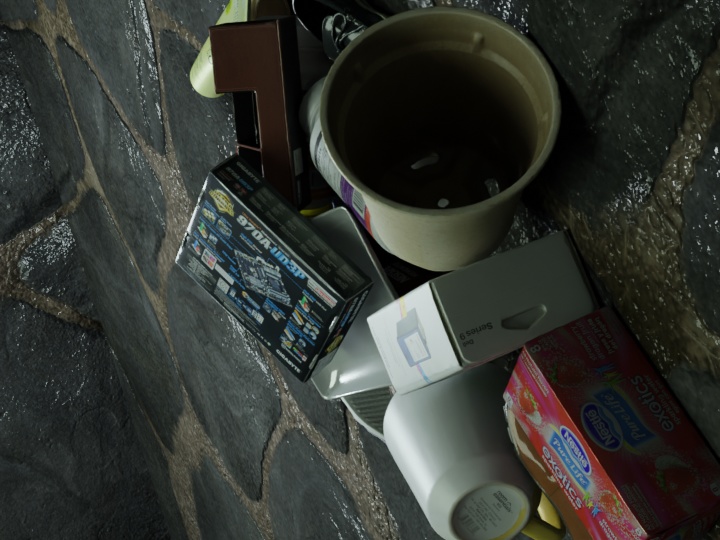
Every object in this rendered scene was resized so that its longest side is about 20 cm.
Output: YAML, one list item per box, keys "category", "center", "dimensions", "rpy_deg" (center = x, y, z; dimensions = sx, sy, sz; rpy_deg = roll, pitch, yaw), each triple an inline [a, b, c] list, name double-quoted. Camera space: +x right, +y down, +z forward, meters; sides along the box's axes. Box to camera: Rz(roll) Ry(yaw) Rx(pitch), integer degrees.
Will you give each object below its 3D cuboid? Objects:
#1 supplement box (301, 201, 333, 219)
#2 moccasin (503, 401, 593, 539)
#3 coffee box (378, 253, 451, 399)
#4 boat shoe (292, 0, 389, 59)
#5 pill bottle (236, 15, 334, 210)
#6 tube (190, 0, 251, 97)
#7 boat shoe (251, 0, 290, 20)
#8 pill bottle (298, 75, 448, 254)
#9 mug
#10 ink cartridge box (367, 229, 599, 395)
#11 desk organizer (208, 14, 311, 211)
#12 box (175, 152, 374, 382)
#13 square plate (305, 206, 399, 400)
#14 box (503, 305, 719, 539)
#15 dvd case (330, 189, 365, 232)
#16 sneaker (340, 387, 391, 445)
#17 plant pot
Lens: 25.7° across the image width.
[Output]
- category: "supplement box"
  center: [-0.068, -0.022, 1.800]
  dimensions: [0.200, 0.108, 0.110]
  rpy_deg: [-81, -20, -74]
- category: "moccasin"
  center: [0.202, 0.186, 1.469]
  dimensions: [0.078, 0.074, 0.202]
  rpy_deg: [-32, 81, 39]
- category: "coffee box"
  center: [0.075, 0.085, 1.693]
  dimensions: [0.113, 0.080, 0.201]
  rpy_deg: [33, 141, 60]
- category: "boat shoe"
  center: [-0.006, -0.235, 1.592]
  dimensions: [0.200, 0.062, 0.075]
  rpy_deg: [49, 152, 41]
- category: "pill bottle"
  center: [-0.078, -0.174, 1.729]
  dimensions: [0.112, 0.112, 0.201]
  rpy_deg: [-148, 58, -60]
- category: "tube"
  center: [-0.149, -0.256, 1.771]
  dimensions: [0.058, 0.052, 0.200]
  rpy_deg: [52, 157, 1]
- category: "boat shoe"
  center: [-0.096, -0.251, 1.824]
  dimensions: [0.066, 0.074, 0.200]
  rpy_deg: [38, 149, 33]
- category: "pill bottle"
  center: [0.018, -0.114, 1.584]
  dimensions: [0.200, 0.111, 0.112]
  rpy_deg: [52, 155, 40]
- category: "mug"
  center: [0.127, 0.192, 1.553]
  dimensions: [0.153, 0.186, 0.150]
  rpy_deg: [-108, 27, -57]
- category: "ink cartridge box"
  center: [0.109, 0.042, 1.452]
  dimensions: [0.088, 0.145, 0.200]
  rpy_deg: [68, 162, 3]
- category: "desk organizer"
  center: [-0.103, -0.161, 1.641]
  dimensions: [0.072, 0.077, 0.201]
  rpy_deg: [-49, -44, -73]
- category: "box"
  center: [-0.093, 0.000, 1.627]
  dimensions: [0.200, 0.046, 0.159]
  rpy_deg: [43, 141, 12]
- category: "square plate"
  center: [-0.022, 0.035, 1.642]
  dimensions: [0.200, 0.028, 0.198]
  rpy_deg: [-18, 105, 50]
- category: "box"
  center: [0.217, 0.146, 1.348]
  dimensions: [0.200, 0.095, 0.100]
  rpy_deg: [59, 158, 25]
- category: "dvd case"
  center: [0.000, 0.000, 1.776]
  dimensions: [0.143, 0.017, 0.201]
  rpy_deg: [-58, -43, -80]
- category: "sneaker"
  center: [0.031, 0.174, 1.867]
  dimensions: [0.201, 0.073, 0.114]
  rpy_deg: [49, 167, -2]
- category: "plant pot"
  center: [0.072, -0.095, 1.377]
  dimensions: [0.201, 0.200, 0.184]
  rpy_deg: [59, 171, 24]
